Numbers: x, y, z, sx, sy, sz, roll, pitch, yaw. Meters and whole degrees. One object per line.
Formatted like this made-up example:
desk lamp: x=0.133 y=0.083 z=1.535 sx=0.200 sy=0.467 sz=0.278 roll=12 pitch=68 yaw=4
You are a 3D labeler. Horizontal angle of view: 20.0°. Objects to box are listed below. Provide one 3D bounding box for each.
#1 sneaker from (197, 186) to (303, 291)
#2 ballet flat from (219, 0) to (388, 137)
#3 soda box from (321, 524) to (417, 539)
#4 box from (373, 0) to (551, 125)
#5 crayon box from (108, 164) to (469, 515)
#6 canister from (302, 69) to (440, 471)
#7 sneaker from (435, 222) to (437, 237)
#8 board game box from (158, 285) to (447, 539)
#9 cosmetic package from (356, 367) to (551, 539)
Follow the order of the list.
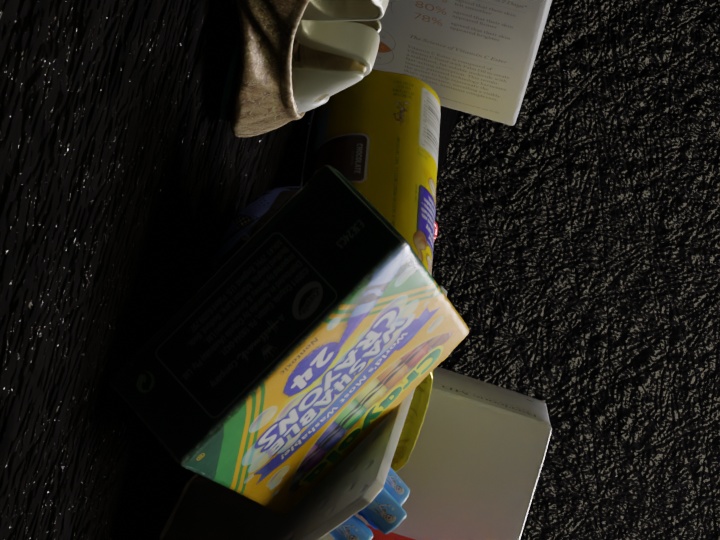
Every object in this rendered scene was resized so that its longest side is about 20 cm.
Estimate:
sneaker: x=-0.044 y=-0.003 z=1.025 sx=0.200 sy=0.075 sz=0.079 roll=114 pitch=-17 yaw=-70
ballet flat: x=-0.022 y=-0.104 z=0.833 sx=0.200 sy=0.065 sz=0.071 roll=97 pitch=10 yaw=-68
soda box: x=-0.010 y=0.198 z=1.254 sx=0.070 sy=0.198 sz=0.064 roll=-68 pitch=172 yaw=-59
box: x=0.059 y=-0.191 z=1.225 sx=0.200 sy=0.123 sz=0.098 roll=99 pitch=8 yaw=-64
crayon box: x=-0.021 y=0.040 z=0.896 sx=0.126 sy=0.052 sz=0.200 roll=-45 pitch=163 yaw=-1
canister: x=0.000 y=0.000 z=1.218 sx=0.149 sy=0.086 sz=0.201 roll=103 pitch=-7 yaw=-54
sneaker: x=0.019 y=-0.043 z=1.558 sx=0.200 sy=0.084 sz=0.078 roll=-68 pitch=173 yaw=-59
board game box: x=-0.038 y=0.114 z=1.026 sx=0.200 sy=0.026 sz=0.200 roll=-39 pitch=-166 yaw=26
cosmetic package: x=0.020 y=0.123 z=1.399 sx=0.200 sy=0.198 sz=0.124 roll=-26 pitch=133 yaw=-85
